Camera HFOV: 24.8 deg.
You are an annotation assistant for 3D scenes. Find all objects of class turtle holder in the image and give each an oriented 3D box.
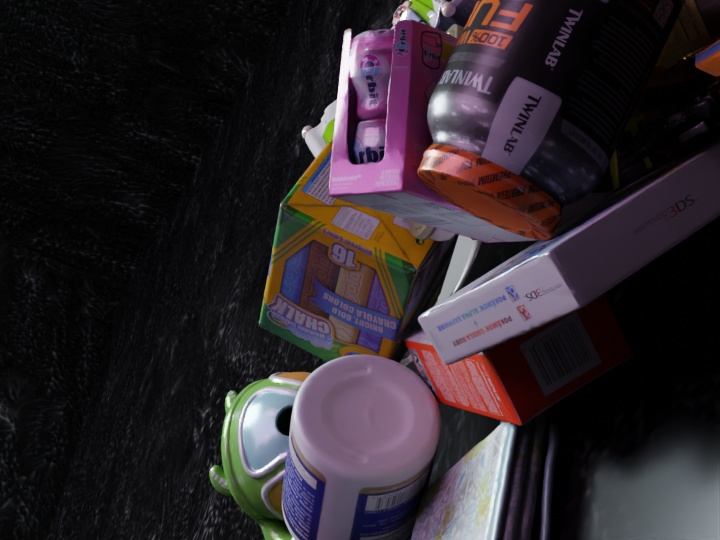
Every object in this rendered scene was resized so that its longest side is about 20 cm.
[{"bbox_3d":[-0.065,0.184,1.589,0.131,0.141,0.186,-23,31,44],"label":"turtle holder"}]

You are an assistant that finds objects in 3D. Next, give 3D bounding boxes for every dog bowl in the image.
[{"bbox_3d":[0.091,0.009,1.477,0.201,0.058,0.201,-59,15,26],"label":"dog bowl"}]

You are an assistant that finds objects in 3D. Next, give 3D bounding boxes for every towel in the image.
[{"bbox_3d":[0.082,0.213,1.189,0.171,0.048,0.201,-52,18,50],"label":"towel"}]

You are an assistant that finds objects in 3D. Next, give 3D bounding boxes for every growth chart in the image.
[{"bbox_3d":[0.016,-0.177,1.501,0.201,0.018,0.145,-54,24,1],"label":"growth chart"}]

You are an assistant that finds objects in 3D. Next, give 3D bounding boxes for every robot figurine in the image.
[{"bbox_3d":[0.251,-0.133,1.035,0.144,0.059,0.200,-28,-2,-36],"label":"robot figurine"}]

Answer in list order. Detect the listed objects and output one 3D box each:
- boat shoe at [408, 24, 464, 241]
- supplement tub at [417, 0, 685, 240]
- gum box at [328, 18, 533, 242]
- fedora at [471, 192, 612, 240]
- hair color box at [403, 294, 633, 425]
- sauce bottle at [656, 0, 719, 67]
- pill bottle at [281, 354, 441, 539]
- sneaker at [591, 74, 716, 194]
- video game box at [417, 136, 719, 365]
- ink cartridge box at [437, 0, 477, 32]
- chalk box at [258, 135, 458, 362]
[{"bbox_3d":[0.085,-0.103,1.272,0.075,0.068,0.201,-47,26,53],"label":"boat shoe"},{"bbox_3d":[0.121,-0.129,1.043,0.201,0.122,0.122,-64,14,-7],"label":"supplement tub"},{"bbox_3d":[0.061,-0.092,1.138,0.066,0.199,0.115,-2,80,38],"label":"gum box"},{"bbox_3d":[0.161,-0.088,1.321,0.178,0.090,0.200,-63,6,0],"label":"fedora"},{"bbox_3d":[0.113,0.057,1.223,0.101,0.062,0.200,-29,8,-12],"label":"hair color box"},{"bbox_3d":[0.226,-0.175,1.130,0.199,0.065,0.065,-24,26,11],"label":"sauce bottle"},{"bbox_3d":[-0.004,0.173,1.345,0.201,0.119,0.120,100,-177,-50],"label":"pill bottle"},{"bbox_3d":[0.225,-0.133,1.200,0.200,0.075,0.076,-48,-11,-1],"label":"sneaker"},{"bbox_3d":[0.158,-0.017,1.081,0.199,0.047,0.182,-31,-2,-28],"label":"video game box"},{"bbox_3d":[0.085,-0.204,1.589,0.200,0.044,0.173,-47,-6,14],"label":"ink cartridge box"},{"bbox_3d":[0.000,0.000,1.353,0.125,0.123,0.201,-56,-12,-40],"label":"chalk box"}]
